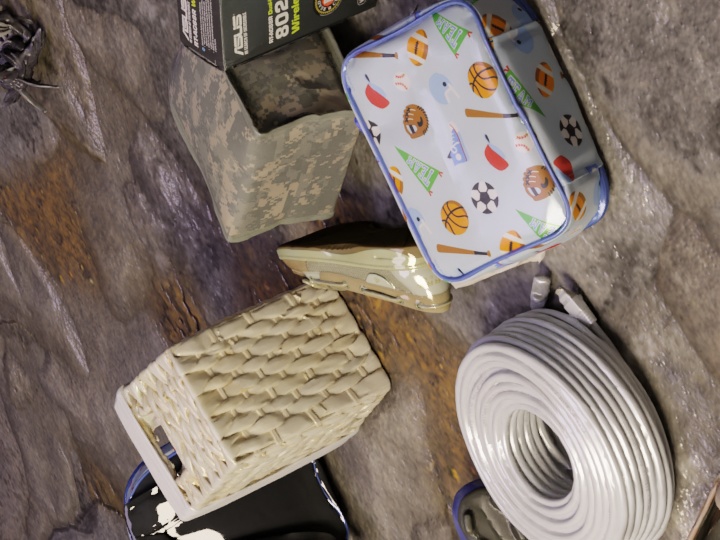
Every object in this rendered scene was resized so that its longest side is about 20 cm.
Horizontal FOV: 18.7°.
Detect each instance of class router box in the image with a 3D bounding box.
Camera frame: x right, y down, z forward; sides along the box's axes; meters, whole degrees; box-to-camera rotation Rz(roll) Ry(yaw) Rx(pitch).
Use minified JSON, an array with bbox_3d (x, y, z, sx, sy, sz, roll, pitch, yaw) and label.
[{"bbox_3d":[-0.064,-0.265,1.619,0.062,0.150,0.200,36,141,39],"label":"router box"}]

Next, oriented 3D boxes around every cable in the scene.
[{"bbox_3d":[0.154,0.129,1.660,0.200,0.069,0.200,51,148,23],"label":"cable"}]

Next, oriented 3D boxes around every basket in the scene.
[{"bbox_3d":[-0.090,0.109,1.917,0.136,0.200,0.123,59,146,9],"label":"basket"}]

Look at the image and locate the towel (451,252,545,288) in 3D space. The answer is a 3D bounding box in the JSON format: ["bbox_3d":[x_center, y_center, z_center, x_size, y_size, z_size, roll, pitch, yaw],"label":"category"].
[{"bbox_3d":[0.068,-0.088,1.667,0.133,0.034,0.200,-21,94,60],"label":"towel"}]

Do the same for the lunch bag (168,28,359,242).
[{"bbox_3d":[-0.086,-0.152,1.772,0.200,0.118,0.164,64,157,25],"label":"lunch bag"}]

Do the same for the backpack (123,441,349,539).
[{"bbox_3d":[-0.129,0.225,2.078,0.200,0.190,0.154,65,167,-1],"label":"backpack"}]

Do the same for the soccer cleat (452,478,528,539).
[{"bbox_3d":[0.139,0.261,1.820,0.200,0.065,0.084,62,-179,-5],"label":"soccer cleat"}]

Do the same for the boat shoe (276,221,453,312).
[{"bbox_3d":[0.002,-0.001,1.807,0.201,0.073,0.063,2,110,50],"label":"boat shoe"}]

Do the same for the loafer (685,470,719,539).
[{"bbox_3d":[0.268,0.169,1.511,0.072,0.063,0.200,50,148,25],"label":"loafer"}]

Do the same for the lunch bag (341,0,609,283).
[{"bbox_3d":[0.077,-0.099,1.564,0.160,0.076,0.200,-25,89,43],"label":"lunch bag"}]

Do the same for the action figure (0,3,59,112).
[{"bbox_3d":[-0.393,-0.238,2.235,0.200,0.102,0.119,52,138,23],"label":"action figure"}]
